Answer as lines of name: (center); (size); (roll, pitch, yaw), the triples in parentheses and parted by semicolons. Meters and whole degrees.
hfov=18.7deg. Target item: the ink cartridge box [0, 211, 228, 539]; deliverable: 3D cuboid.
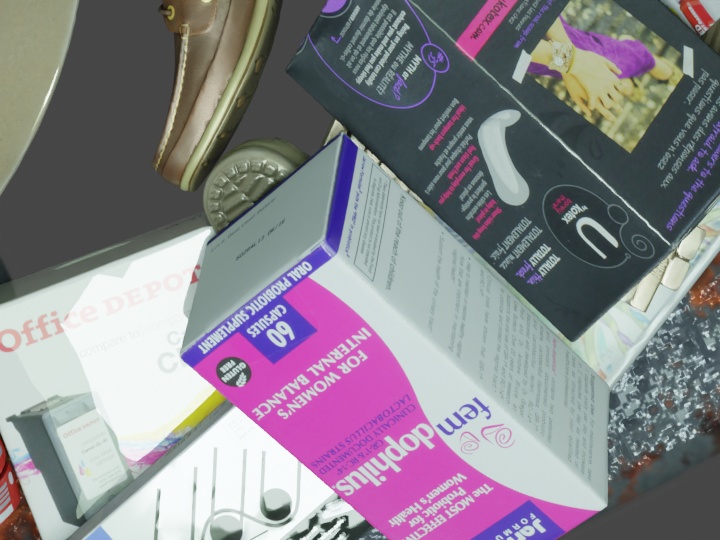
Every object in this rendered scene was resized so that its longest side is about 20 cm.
ink cartridge box: (-0.108, 0.088, 1.159); (0.147, 0.086, 0.201); (-21, 99, -1)

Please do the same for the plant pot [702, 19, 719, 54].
plant pot: (0.252, -0.108, 1.117); (0.199, 0.093, 0.202); (-2, 126, -3)

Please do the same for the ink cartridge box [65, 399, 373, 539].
ink cartridge box: (-0.092, 0.150, 1.103); (0.200, 0.044, 0.094); (-41, 97, 2)

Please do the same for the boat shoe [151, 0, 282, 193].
boat shoe: (-0.074, -0.142, 1.148); (0.067, 0.072, 0.201); (19, 88, 0)

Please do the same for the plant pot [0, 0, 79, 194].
plant pot: (-0.269, -0.131, 1.093); (0.199, 0.187, 0.188); (24, 94, 9)

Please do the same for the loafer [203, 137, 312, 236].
loafer: (0.000, 0.000, 1.144); (0.075, 0.068, 0.200); (-31, 114, 23)

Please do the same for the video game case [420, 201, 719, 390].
video game case: (0.085, -0.015, 1.192); (0.182, 0.022, 0.200); (37, 92, -7)

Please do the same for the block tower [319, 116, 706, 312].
block tower: (0.078, -0.043, 1.150); (0.199, 0.058, 0.054); (26, 94, -5)

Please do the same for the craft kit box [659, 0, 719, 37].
craft kit box: (0.097, -0.183, 1.072); (0.198, 0.200, 0.048); (46, 57, 3)

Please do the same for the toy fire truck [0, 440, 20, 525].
toy fire truck: (-0.280, 0.071, 1.130); (0.199, 0.049, 0.142); (-2, 116, 26)

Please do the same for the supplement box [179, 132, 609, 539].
supplement box: (0.021, 0.049, 1.072); (0.101, 0.104, 0.200); (-38, 113, 26)

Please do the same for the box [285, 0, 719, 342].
box: (0.081, -0.085, 1.059); (0.200, 0.122, 0.106); (44, 60, 2)
